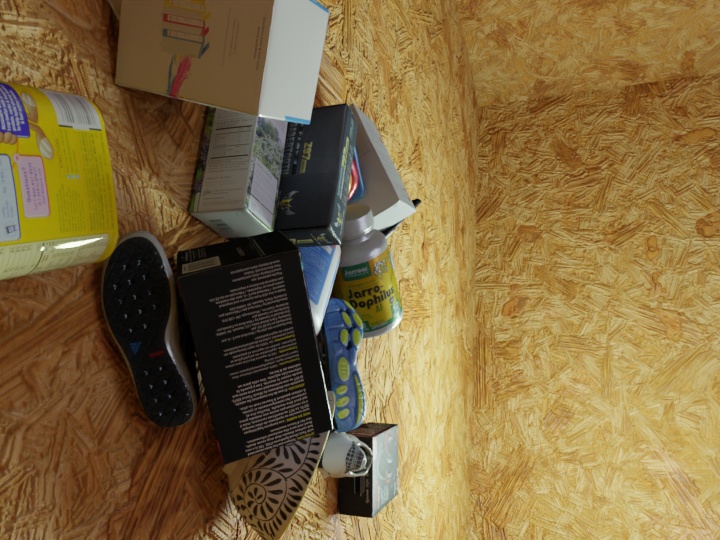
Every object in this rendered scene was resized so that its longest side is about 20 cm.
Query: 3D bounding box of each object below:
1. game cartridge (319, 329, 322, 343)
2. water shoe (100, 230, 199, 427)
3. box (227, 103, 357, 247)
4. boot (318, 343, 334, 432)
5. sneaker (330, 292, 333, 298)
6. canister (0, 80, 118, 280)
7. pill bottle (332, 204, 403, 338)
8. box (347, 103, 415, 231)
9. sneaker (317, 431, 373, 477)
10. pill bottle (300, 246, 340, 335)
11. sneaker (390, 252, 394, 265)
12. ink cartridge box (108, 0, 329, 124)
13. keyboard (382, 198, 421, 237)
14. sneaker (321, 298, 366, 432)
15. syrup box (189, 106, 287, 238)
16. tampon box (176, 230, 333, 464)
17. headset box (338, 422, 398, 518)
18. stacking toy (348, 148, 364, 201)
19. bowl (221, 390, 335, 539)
[{"bbox_3d":[-0.034,0.148,0.992,0.200,0.041,0.136,74,3,-84],"label":"game cartridge"},{"bbox_3d":[-0.214,0.059,0.597,0.079,0.070,0.204,-133,-145,-77],"label":"water shoe"},{"bbox_3d":[-0.092,-0.129,0.804,0.051,0.155,0.204,52,41,-58],"label":"box"},{"bbox_3d":[-0.072,0.211,0.954,0.153,0.072,0.208,8,82,-74],"label":"boot"},{"bbox_3d":[0.007,0.034,1.108,0.199,0.081,0.089,-32,93,-50],"label":"sneaker"},{"bbox_3d":[-0.269,-0.061,0.398,0.200,0.085,0.152,-25,111,-70],"label":"canister"},{"bbox_3d":[0.000,0.000,0.963,0.113,0.111,0.203,-57,138,-58],"label":"pill bottle"},{"bbox_3d":[0.008,-0.183,1.076,0.203,0.096,0.124,65,16,11],"label":"box"},{"bbox_3d":[-0.018,0.290,0.894,0.200,0.079,0.078,57,44,-70],"label":"sneaker"},{"bbox_3d":[-0.100,0.034,0.827,0.113,0.110,0.202,68,27,-43],"label":"pill bottle"},{"bbox_3d":[0.023,0.039,1.223,0.115,0.079,0.204,-24,112,-71],"label":"sneaker"},{"bbox_3d":[-0.154,-0.240,0.612,0.128,0.197,0.128,-27,130,-68],"label":"ink cartridge box"},{"bbox_3d":[0.037,-0.074,1.170,0.021,0.127,0.200,49,63,-8],"label":"keyboard"},{"bbox_3d":[-0.039,0.135,0.849,0.070,0.082,0.203,15,59,-34],"label":"sneaker"},{"bbox_3d":[-0.151,-0.152,0.748,0.079,0.080,0.204,46,44,-64],"label":"syrup box"},{"bbox_3d":[-0.121,0.075,0.646,0.150,0.124,0.204,-148,-133,-69],"label":"tampon box"},{"bbox_3d":[0.016,0.397,1.166,0.200,0.074,0.152,20,70,-69],"label":"headset box"},{"bbox_3d":[-0.062,-0.127,0.915,0.201,0.108,0.118,-78,157,-60],"label":"stacking toy"},{"bbox_3d":[-0.116,0.229,0.736,0.203,0.093,0.201,-62,-172,14],"label":"bowl"}]
